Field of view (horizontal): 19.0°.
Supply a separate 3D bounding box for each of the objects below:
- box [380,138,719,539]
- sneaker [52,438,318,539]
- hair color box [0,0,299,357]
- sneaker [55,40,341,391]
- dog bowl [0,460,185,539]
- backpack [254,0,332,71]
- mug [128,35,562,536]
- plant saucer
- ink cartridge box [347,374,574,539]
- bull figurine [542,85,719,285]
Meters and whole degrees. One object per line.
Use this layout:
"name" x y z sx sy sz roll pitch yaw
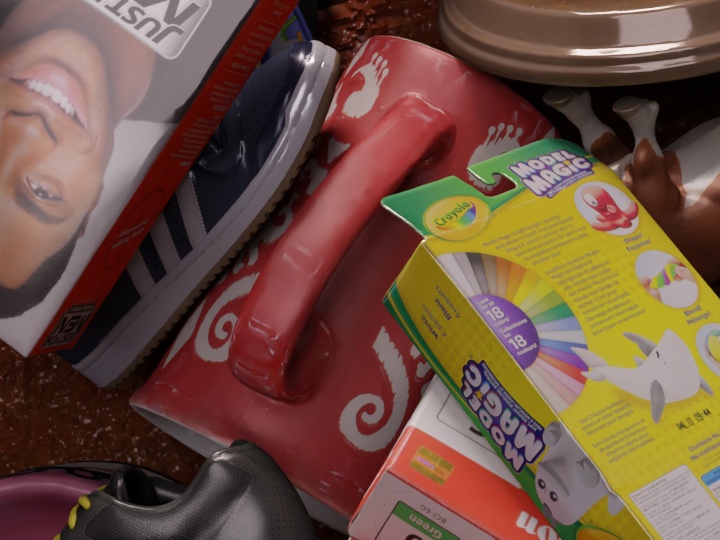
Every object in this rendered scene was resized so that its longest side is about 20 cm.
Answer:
"box" 0.096 0.039 0.848 0.117 0.048 0.200 -20 67 -39
"sneaker" -0.104 0.128 0.900 0.199 0.074 0.085 -20 89 16
"hair color box" -0.113 -0.075 0.881 0.101 0.061 0.201 34 97 7
"sneaker" -0.101 -0.043 0.944 0.108 0.070 0.200 34 117 -14
"dog bowl" -0.140 0.181 0.989 0.199 0.074 0.201 -4 74 14
"backpack" -0.134 -0.137 1.005 0.199 0.184 0.147 -15 36 15
"mug" 0.009 0.006 0.953 0.133 0.177 0.201 32 79 -14
"plant saucer" 0.130 -0.136 0.955 0.199 0.200 0.030 -6 118 13
"ink cartridge box" 0.060 0.097 0.847 0.109 0.050 0.200 31 43 2
"bull figurine" 0.149 -0.039 0.953 0.199 0.122 0.065 -27 30 -8
